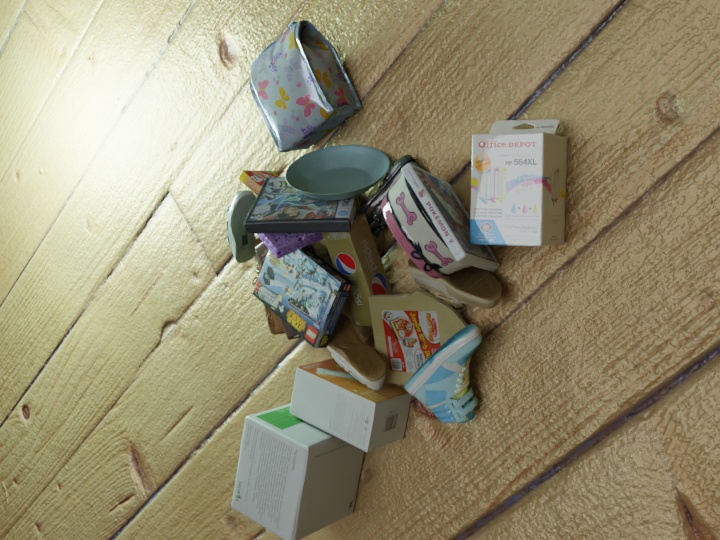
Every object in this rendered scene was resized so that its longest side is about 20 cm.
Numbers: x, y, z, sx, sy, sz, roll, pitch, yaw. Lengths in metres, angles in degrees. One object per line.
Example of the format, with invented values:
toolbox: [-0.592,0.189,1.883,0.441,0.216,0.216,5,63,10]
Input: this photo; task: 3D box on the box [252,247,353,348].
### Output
box: [-0.112,0.035,1.688,0.199,0.040,0.139,37,111,35]

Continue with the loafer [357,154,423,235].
loafer: [0.051,-0.119,1.667,0.063,0.071,0.201,44,116,19]

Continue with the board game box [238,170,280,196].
board game box: [-0.151,-0.139,1.803,0.200,0.095,0.030,44,118,26]

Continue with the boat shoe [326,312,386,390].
boat shoe: [-0.025,0.152,1.694,0.200,0.070,0.070,48,156,32]

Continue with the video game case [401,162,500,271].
video game case: [0.156,-0.086,1.506,0.023,0.199,0.184,-36,72,18]

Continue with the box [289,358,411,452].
box: [-0.020,0.253,1.717,0.198,0.123,0.099,19,105,34]

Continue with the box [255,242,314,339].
box: [-0.127,0.028,1.796,0.074,0.099,0.203,-28,77,35]

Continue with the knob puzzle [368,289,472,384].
knob puzzle: [0.121,0.124,1.634,0.215,0.030,0.224,9,116,19]

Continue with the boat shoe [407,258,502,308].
boat shoe: [0.170,0.027,1.589,0.198,0.073,0.070,27,143,41]

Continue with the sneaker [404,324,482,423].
sneaker: [0.178,0.190,1.573,0.131,0.079,0.200,46,131,5]

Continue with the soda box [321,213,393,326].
soda box: [0.000,0.000,1.671,0.063,0.068,0.203,-4,114,37]

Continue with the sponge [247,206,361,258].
sponge: [-0.103,-0.101,1.707,0.112,0.198,0.030,48,150,33]

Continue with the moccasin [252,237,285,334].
moccasin: [-0.187,0.032,1.867,0.077,0.073,0.205,-14,95,29]

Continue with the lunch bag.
lunch bag: [-0.115,-0.360,1.742,0.169,0.126,0.203,-31,85,37]

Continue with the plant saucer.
plant saucer: [-0.041,-0.174,1.670,0.199,0.200,0.039,19,132,35]

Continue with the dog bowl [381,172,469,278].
dog bowl: [0.113,-0.074,1.530,0.073,0.199,0.202,-35,72,18]

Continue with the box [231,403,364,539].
box: [-0.118,0.385,1.756,0.169,0.197,0.204,20,106,34]

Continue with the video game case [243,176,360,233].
video game case: [-0.101,-0.126,1.667,0.196,0.182,0.026,0,123,10]

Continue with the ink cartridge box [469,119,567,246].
ink cartridge box: [0.258,-0.145,1.460,0.126,0.125,0.205,3,95,30]

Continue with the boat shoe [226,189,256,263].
boat shoe: [-0.254,-0.102,1.866,0.072,0.069,0.203,53,152,30]
